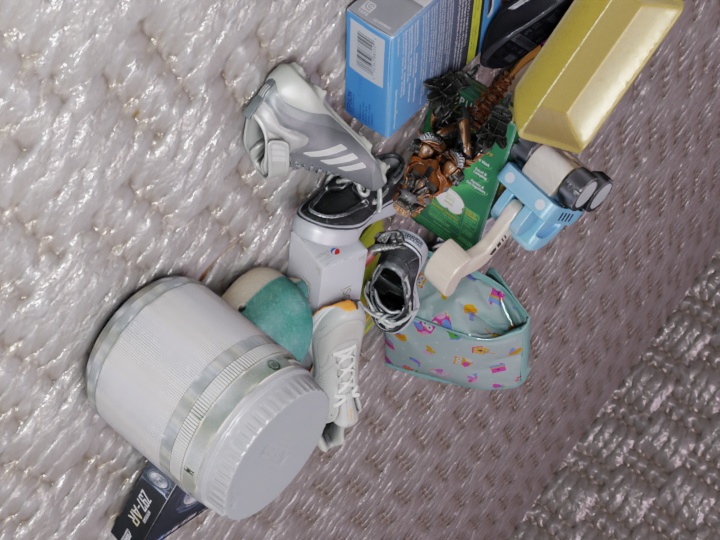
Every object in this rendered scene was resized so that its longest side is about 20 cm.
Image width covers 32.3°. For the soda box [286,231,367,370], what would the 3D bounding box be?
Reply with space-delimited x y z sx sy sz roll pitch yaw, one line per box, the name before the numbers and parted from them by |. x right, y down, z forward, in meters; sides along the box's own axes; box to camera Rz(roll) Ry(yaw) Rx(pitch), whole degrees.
soda box | -0.045 0.036 1.424 0.063 0.068 0.202 -23 143 -27

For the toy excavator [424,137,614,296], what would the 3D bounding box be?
toy excavator | 0.176 -0.056 1.423 0.201 0.100 0.194 -54 158 17

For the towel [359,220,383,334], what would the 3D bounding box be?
towel | 0.006 0.010 1.571 0.086 0.018 0.201 -51 156 -23

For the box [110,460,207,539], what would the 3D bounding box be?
box | -0.178 0.225 1.418 0.199 0.044 0.161 -29 158 -47

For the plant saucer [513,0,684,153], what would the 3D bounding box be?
plant saucer | 0.243 -0.227 1.315 0.201 0.048 0.199 -56 157 17

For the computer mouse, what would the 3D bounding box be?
computer mouse | 0.216 -0.288 1.339 0.199 0.047 0.140 -36 163 27

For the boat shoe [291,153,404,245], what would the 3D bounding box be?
boat shoe | -0.005 -0.082 1.334 0.198 0.073 0.069 -25 136 -53

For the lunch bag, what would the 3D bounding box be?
lunch bag | 0.135 0.076 1.657 0.171 0.197 0.123 83 28 -57

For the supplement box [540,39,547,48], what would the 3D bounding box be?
supplement box | 0.235 -0.346 1.400 0.100 0.104 0.201 -25 153 -4

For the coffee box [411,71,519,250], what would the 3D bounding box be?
coffee box | 0.125 -0.126 1.489 0.044 0.122 0.202 -30 145 -41

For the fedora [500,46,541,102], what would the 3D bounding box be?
fedora | 0.234 -0.204 1.644 0.200 0.081 0.202 -42 153 -27

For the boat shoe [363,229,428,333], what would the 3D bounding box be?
boat shoe | 0.037 0.033 1.508 0.069 0.073 0.200 -61 176 -31

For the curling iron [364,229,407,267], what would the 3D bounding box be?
curling iron | 0.000 0.000 1.432 0.049 0.026 0.200 -10 163 -27

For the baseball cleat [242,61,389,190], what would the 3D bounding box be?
baseball cleat | -0.050 -0.119 1.214 0.107 0.070 0.200 -47 137 -1

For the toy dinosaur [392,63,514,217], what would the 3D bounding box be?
toy dinosaur | 0.100 -0.147 1.331 0.136 0.101 0.203 114 -6 -63

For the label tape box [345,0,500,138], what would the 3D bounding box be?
label tape box | 0.068 -0.254 1.281 0.200 0.066 0.144 -47 157 -28

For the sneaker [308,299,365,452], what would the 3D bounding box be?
sneaker | -0.022 0.120 1.396 0.075 0.093 0.202 -12 139 -26

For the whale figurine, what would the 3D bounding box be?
whale figurine | -0.100 0.082 1.346 0.160 0.103 0.201 -50 162 -14

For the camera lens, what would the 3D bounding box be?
camera lens | -0.148 0.115 1.172 0.160 0.199 0.161 -43 154 -27

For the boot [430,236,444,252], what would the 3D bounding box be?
boot | 0.134 -0.050 1.666 0.091 0.072 0.201 -49 157 -27
